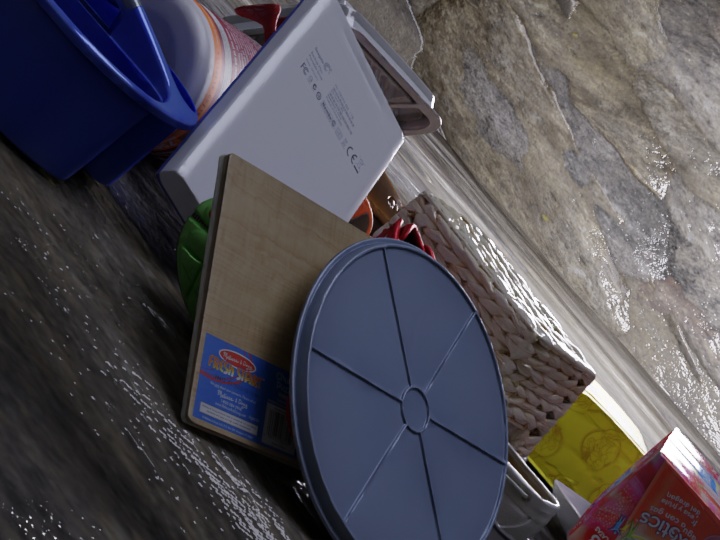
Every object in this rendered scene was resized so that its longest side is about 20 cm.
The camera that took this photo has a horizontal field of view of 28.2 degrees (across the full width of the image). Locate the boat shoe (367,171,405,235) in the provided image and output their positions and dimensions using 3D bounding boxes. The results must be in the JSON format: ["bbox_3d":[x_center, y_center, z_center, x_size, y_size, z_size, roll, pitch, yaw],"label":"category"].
[{"bbox_3d":[0.007,-0.051,1.369,0.201,0.070,0.070,54,28,-11],"label":"boat shoe"}]

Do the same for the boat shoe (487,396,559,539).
[{"bbox_3d":[0.075,0.105,1.037,0.201,0.070,0.071,58,20,22],"label":"boat shoe"}]

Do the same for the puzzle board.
[{"bbox_3d":[-0.023,0.042,0.819,0.199,0.017,0.152,29,60,-44],"label":"puzzle board"}]

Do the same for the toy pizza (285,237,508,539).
[{"bbox_3d":[0.020,0.082,0.825,0.199,0.031,0.203,20,65,-48],"label":"toy pizza"}]

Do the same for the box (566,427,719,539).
[{"bbox_3d":[0.242,0.202,1.146,0.095,0.103,0.200,48,12,11],"label":"box"}]

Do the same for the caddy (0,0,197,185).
[{"bbox_3d":[-0.184,-0.147,0.881,0.200,0.105,0.141,48,9,9],"label":"caddy"}]

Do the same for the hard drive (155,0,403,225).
[{"bbox_3d":[-0.047,-0.076,0.957,0.201,0.025,0.133,-56,130,-37],"label":"hard drive"}]

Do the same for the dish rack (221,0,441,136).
[{"bbox_3d":[-0.030,-0.186,1.313,0.170,0.044,0.200,0,-22,32],"label":"dish rack"}]

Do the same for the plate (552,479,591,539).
[{"bbox_3d":[0.248,0.288,1.211,0.199,0.032,0.201,39,13,-40],"label":"plate"}]

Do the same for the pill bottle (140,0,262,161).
[{"bbox_3d":[-0.122,-0.132,1.062,0.113,0.113,0.200,50,11,19],"label":"pill bottle"}]

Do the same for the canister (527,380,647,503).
[{"bbox_3d":[0.224,0.169,1.414,0.149,0.086,0.200,47,9,2],"label":"canister"}]

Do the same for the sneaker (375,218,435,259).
[{"bbox_3d":[0.000,0.000,1.050,0.078,0.115,0.201,40,14,-35],"label":"sneaker"}]

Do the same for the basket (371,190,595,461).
[{"bbox_3d":[0.084,0.051,1.181,0.135,0.123,0.201,32,19,-51],"label":"basket"}]

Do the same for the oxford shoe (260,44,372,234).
[{"bbox_3d":[-0.063,-0.107,1.289,0.073,0.071,0.201,8,-52,62],"label":"oxford shoe"}]

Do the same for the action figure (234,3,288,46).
[{"bbox_3d":[-0.066,-0.078,0.993,0.065,0.051,0.203,8,80,-66],"label":"action figure"}]

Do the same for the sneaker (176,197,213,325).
[{"bbox_3d":[-0.049,0.034,0.880,0.201,0.076,0.084,53,0,-31],"label":"sneaker"}]
